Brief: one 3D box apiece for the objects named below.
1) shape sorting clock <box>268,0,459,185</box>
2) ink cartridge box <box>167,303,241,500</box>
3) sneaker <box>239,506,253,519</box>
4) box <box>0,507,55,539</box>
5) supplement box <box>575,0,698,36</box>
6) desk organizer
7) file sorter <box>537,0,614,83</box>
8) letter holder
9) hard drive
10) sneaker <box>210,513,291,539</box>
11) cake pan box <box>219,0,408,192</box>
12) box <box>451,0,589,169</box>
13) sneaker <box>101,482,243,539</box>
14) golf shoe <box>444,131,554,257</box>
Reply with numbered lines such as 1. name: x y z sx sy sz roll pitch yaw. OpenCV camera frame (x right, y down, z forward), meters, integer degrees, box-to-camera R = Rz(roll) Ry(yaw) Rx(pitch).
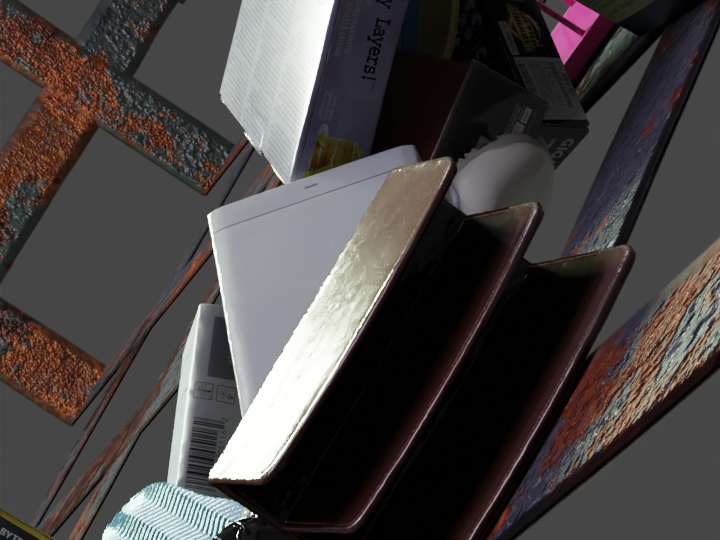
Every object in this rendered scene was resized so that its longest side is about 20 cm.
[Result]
1. shape sorting clock: -0.001 -0.142 1.800 0.200 0.039 0.200 -20 64 48
2. ink cartridge box: -0.119 0.142 1.941 0.200 0.047 0.160 115 163 -54
3. sneaker: -0.038 0.154 1.597 0.091 0.078 0.200 -47 13 32
4. box: -0.179 0.217 1.735 0.049 0.200 0.160 -61 8 -19
5. supplement box: 0.148 -0.286 1.694 0.200 0.200 0.134 -64 10 -14
6. desk organizer: 0.030 -0.030 1.689 0.077 0.072 0.200 18 84 49
7. file sorter: 0.138 -0.239 1.916 0.200 0.125 0.139 -55 8 13
8. letter holder: 0.034 0.049 1.406 0.200 0.101 0.142 -59 18 -16
9. hard drive: -0.012 0.022 1.574 0.132 0.027 0.200 -18 46 6
10. sneaker: -0.034 0.153 1.500 0.076 0.091 0.200 -52 7 42
11. cake pan box: -0.028 -0.161 1.709 0.200 0.052 0.184 -129 51 -64
12. box: 0.051 -0.116 1.818 0.200 0.050 0.199 -51 48 43
13. sneaker: -0.088 0.193 1.747 0.077 0.081 0.200 -45 26 -12
14. golf shoe: 0.069 0.008 1.616 0.097 0.078 0.200 12 64 53
